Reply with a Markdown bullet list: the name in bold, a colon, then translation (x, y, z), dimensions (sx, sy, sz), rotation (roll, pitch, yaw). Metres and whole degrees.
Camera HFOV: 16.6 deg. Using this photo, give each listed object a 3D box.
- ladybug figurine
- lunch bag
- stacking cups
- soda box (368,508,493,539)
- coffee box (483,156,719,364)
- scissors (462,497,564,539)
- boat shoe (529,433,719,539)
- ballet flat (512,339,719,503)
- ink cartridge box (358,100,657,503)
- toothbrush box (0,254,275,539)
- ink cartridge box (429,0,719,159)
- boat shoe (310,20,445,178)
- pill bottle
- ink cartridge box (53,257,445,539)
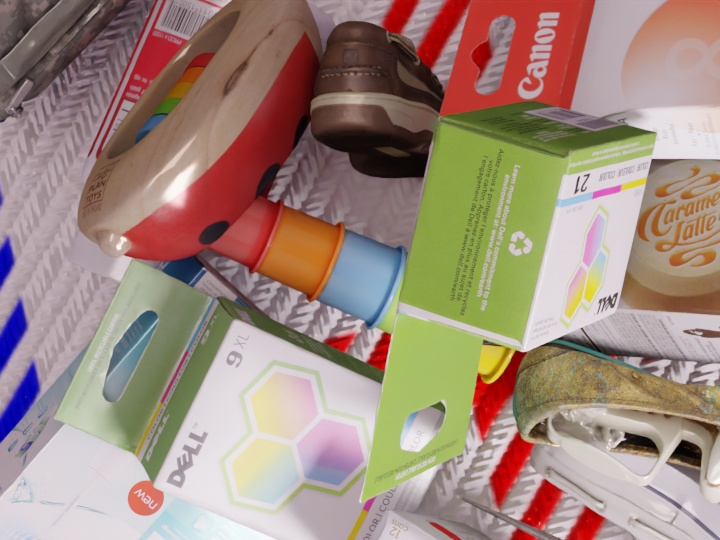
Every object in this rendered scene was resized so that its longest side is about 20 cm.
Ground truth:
- **ladybug figurine**: translation (-0.083, -0.076, 1.382), dimensions (0.072, 0.136, 0.200), rotation (44, 61, -17)
- **lunch bag**: translation (-0.200, -0.203, 1.514), dimensions (0.200, 0.139, 0.168), rotation (-44, 43, 3)
- **stacking cups**: translation (0.000, 0.000, 1.451), dimensions (0.199, 0.060, 0.061), rotation (25, 88, -13)
- **soda box**: translation (0.050, 0.180, 1.384), dimensions (0.068, 0.200, 0.064), rotation (29, 90, 16)
- **coffee box**: translation (0.153, -0.017, 1.377), dimensions (0.199, 0.080, 0.115), rotation (5, 69, 25)
- **scissors**: translation (0.141, 0.171, 1.430), dimensions (0.199, 0.073, 0.014), rotation (20, 105, 17)
- **boat shoe**: translation (0.186, 0.141, 1.426), dimensions (0.199, 0.072, 0.066), rotation (31, 118, 11)
- **ballet flat**: translation (0.180, 0.093, 1.371), dimensions (0.199, 0.071, 0.071), rotation (14, 85, 9)
- **ink cartridge box**: translation (0.077, 0.021, 1.272), dimensions (0.075, 0.148, 0.201), rotation (16, 103, 21)
- **toothbrush box**: translation (-0.112, 0.109, 1.441), dimensions (0.146, 0.085, 0.200), rotation (43, 90, -18)
- **ink cartridge box**: translation (0.144, -0.136, 1.375), dimensions (0.199, 0.050, 0.163), rotation (3, 52, 18)
- **boat shoe**: translation (0.022, -0.100, 1.431), dimensions (0.074, 0.202, 0.075), rotation (-1, 83, 11)
- **pill bottle**: translation (-0.101, -0.081, 1.508), dimensions (0.112, 0.112, 0.201), rotation (23, 88, 17)
- **ink cartridge box**: translation (-0.057, 0.084, 1.372), dimensions (0.199, 0.059, 0.104), rotation (26, 96, -17)
